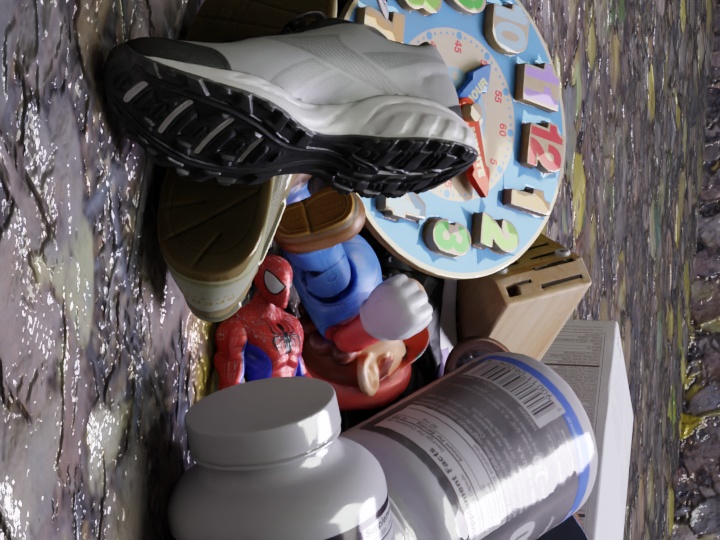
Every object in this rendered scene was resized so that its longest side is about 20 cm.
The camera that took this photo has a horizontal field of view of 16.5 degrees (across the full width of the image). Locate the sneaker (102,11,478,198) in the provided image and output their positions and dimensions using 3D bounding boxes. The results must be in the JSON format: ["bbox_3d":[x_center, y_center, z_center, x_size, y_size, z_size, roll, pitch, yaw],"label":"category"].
[{"bbox_3d":[-0.036,-0.087,1.191,0.200,0.074,0.080,7,61,-36],"label":"sneaker"}]

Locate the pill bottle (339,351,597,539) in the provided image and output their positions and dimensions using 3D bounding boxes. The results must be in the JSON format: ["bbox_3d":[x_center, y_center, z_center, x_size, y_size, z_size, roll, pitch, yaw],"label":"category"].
[{"bbox_3d":[0.038,0.131,1.444,0.200,0.114,0.114,-26,120,-44],"label":"pill bottle"}]

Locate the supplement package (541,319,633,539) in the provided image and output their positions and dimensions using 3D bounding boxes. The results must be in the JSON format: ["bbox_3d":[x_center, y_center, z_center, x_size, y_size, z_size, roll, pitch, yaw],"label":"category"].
[{"bbox_3d":[0.111,0.157,1.799,0.152,0.150,0.201,72,23,-56],"label":"supplement package"}]

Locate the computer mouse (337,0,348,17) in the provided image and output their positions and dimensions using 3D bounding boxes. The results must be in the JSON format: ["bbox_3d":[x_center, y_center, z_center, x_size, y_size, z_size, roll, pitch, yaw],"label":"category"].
[{"bbox_3d":[0.004,-0.171,1.541,0.200,0.046,0.141,-69,155,-55],"label":"computer mouse"}]

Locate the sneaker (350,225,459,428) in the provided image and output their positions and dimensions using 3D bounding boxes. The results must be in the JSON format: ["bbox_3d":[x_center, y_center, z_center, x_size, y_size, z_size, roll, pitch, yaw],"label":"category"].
[{"bbox_3d":[0.016,0.022,1.564,0.088,0.076,0.201,-38,122,-52],"label":"sneaker"}]

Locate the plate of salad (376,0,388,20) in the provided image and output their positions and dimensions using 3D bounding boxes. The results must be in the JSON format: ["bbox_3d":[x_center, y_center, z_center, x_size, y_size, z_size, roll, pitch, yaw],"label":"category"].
[{"bbox_3d":[-0.006,-0.240,1.397,0.200,0.048,0.201,-17,90,-87],"label":"plate of salad"}]

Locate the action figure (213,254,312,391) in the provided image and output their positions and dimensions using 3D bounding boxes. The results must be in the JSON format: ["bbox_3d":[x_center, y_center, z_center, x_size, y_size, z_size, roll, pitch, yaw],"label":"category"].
[{"bbox_3d":[-0.047,0.092,1.332,0.065,0.052,0.201,-7,97,-42],"label":"action figure"}]

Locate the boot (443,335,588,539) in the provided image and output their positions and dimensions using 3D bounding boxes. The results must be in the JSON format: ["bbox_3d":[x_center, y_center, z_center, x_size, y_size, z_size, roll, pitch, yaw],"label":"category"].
[{"bbox_3d":[0.090,0.106,1.625,0.097,0.074,0.200,-108,178,-58],"label":"boot"}]

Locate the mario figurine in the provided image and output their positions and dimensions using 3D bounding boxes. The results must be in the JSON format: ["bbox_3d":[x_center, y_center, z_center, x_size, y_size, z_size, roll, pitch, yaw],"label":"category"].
[{"bbox_3d":[0.000,0.000,1.424,0.200,0.106,0.124,70,23,-53],"label":"mario figurine"}]

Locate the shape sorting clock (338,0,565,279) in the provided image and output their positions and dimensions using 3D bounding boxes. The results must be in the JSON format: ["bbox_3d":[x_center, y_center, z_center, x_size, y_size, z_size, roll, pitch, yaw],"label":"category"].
[{"bbox_3d":[0.056,-0.095,1.510,0.200,0.039,0.201,8,79,-45],"label":"shape sorting clock"}]

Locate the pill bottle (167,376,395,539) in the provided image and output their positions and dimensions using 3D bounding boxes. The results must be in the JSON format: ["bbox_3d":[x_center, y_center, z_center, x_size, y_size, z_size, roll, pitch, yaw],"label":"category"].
[{"bbox_3d":[-0.034,0.161,1.255,0.112,0.112,0.201,-55,137,-67],"label":"pill bottle"}]

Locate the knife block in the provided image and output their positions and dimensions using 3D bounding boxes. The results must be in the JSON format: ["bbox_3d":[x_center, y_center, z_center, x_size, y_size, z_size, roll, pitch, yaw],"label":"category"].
[{"bbox_3d":[0.083,0.051,1.652,0.200,0.064,0.176,-145,-136,-59],"label":"knife block"}]

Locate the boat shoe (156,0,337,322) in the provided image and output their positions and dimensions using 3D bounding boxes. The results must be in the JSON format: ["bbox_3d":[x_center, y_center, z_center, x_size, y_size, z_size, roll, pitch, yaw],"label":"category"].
[{"bbox_3d":[-0.057,-0.073,1.260,0.063,0.073,0.201,88,11,-62],"label":"boat shoe"}]
